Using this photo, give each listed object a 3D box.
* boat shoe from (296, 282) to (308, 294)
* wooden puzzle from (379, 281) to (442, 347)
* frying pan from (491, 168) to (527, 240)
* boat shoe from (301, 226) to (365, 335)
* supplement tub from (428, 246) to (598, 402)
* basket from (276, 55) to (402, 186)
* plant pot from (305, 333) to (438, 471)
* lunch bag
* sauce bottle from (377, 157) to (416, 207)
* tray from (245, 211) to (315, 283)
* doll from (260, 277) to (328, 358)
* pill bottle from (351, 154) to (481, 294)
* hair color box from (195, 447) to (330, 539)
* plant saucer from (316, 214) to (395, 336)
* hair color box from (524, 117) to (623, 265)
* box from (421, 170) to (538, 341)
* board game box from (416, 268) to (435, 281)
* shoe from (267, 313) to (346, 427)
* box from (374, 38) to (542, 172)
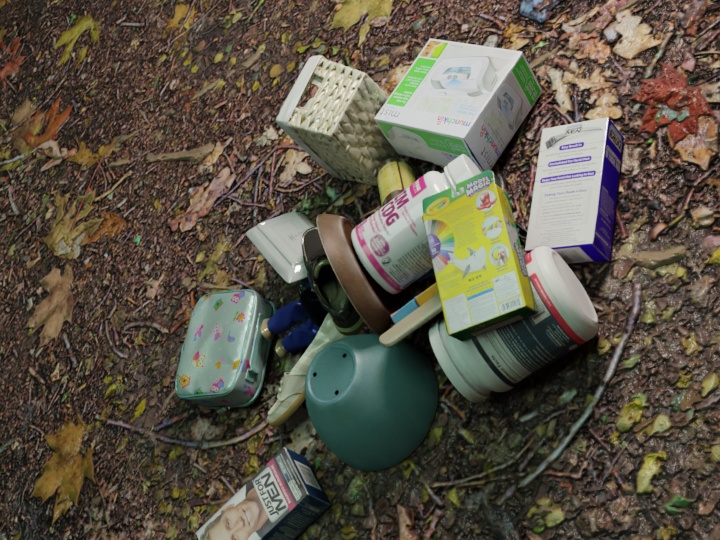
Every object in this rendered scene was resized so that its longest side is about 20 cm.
[{"bbox_3d":[-0.092,-0.004,1.861,0.069,0.056,0.201,-42,46,11],"label":"boat shoe"},{"bbox_3d":[0.116,0.031,1.600,0.184,0.200,0.037,-37,88,16],"label":"wooden puzzle"},{"bbox_3d":[0.179,-0.087,1.714,0.115,0.031,0.191,-37,45,18],"label":"frying pan"},{"bbox_3d":[-0.043,0.002,1.679,0.073,0.065,0.201,-29,53,1],"label":"boat shoe"},{"bbox_3d":[0.206,0.074,1.515,0.199,0.140,0.141,-34,48,18],"label":"supplement tub"},{"bbox_3d":[-0.018,-0.238,1.843,0.123,0.200,0.137,22,80,39],"label":"basket"},{"bbox_3d":[-0.005,0.174,1.632,0.198,0.134,0.202,-20,54,30],"label":"plant pot"},{"bbox_3d":[-0.219,0.135,1.870,0.159,0.077,0.203,-7,61,35],"label":"lunch bag"},{"bbox_3d":[0.063,-0.104,1.751,0.064,0.065,0.201,-34,29,18],"label":"sauce bottle"},{"bbox_3d":[-0.107,-0.046,1.815,0.106,0.022,0.200,-20,33,-17],"label":"tray"},{"bbox_3d":[-0.071,0.058,1.776,0.199,0.137,0.049,-33,9,27],"label":"doll"},{"bbox_3d":[0.094,-0.068,1.594,0.199,0.113,0.114,-37,48,15],"label":"pill bottle"},{"bbox_3d":[-0.148,0.373,1.684,0.200,0.060,0.100,-45,45,10],"label":"hair color box"},{"bbox_3d":[0.000,0.000,1.639,0.034,0.200,0.202,-27,50,11],"label":"plant saucer"},{"bbox_3d":[0.305,-0.110,1.597,0.108,0.065,0.203,-6,64,37],"label":"hair color box"},{"bbox_3d":[0.151,-0.022,1.467,0.116,0.048,0.203,-21,67,25],"label":"box"},{"bbox_3d":[0.133,-0.035,1.670,0.199,0.039,0.159,-22,34,40],"label":"board game box"},{"bbox_3d":[-0.086,0.155,1.746,0.201,0.053,0.070,-52,3,2],"label":"shoe"},{"bbox_3d":[0.153,-0.259,1.771,0.199,0.097,0.177,21,69,44],"label":"box"}]
